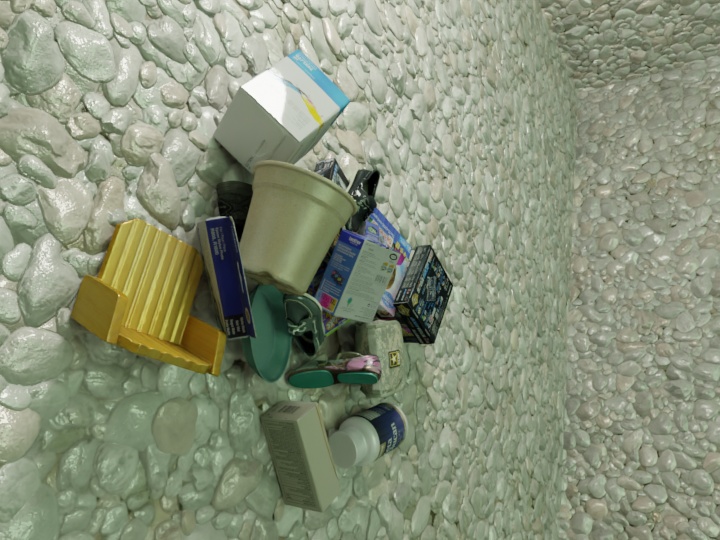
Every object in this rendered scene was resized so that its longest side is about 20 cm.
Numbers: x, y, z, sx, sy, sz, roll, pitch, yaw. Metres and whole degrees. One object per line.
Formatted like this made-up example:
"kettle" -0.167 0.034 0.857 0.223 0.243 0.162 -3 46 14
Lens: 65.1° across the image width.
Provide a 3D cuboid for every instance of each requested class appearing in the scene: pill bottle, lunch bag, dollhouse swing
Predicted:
"pill bottle" 0.017 0.384 1.307 0.199 0.110 0.112 -7 92 -54
"lunch bag" 0.043 0.198 1.299 0.200 0.117 0.165 30 56 -87
"dollhouse swing" -0.298 0.036 0.874 0.200 0.181 0.177 34 77 -47

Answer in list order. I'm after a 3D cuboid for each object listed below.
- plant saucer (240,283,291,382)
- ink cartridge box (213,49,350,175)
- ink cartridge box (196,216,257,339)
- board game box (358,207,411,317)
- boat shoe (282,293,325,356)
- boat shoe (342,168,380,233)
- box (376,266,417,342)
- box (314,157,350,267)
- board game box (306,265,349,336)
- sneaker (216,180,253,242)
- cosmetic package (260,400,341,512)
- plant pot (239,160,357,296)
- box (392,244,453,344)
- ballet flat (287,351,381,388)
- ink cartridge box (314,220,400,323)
"plant saucer" -0.184 0.114 1.082 0.200 0.036 0.202 -4 90 -76
"ink cartridge box" -0.150 -0.294 1.089 0.146 0.147 0.200 43 46 -7
"ink cartridge box" -0.230 0.011 0.947 0.040 0.200 0.201 -12 96 -21
"board game box" 0.041 -0.020 1.353 0.200 0.041 0.201 42 56 -45
"boat shoe" -0.115 0.109 1.142 0.201 0.072 0.062 76 23 -55
"boat shoe" 0.007 -0.154 1.248 0.200 0.066 0.075 -74 149 -43
"box" 0.125 0.095 1.499 0.200 0.105 0.123 47 50 -41
"box" -0.060 -0.116 1.229 0.158 0.049 0.201 56 35 -47
"board game box" -0.050 0.050 1.301 0.200 0.045 0.135 -30 112 -49
"sneaker" -0.194 -0.104 1.107 0.199 0.076 0.115 4 85 -51
"cosmetic package" -0.118 0.368 1.127 0.073 0.103 0.201 -30 111 -52
"plant pot" -0.129 -0.062 0.994 0.200 0.199 0.185 33 73 -48
"box" 0.164 0.060 1.425 0.159 0.046 0.201 55 44 -34
"ballet flat" -0.054 0.207 1.192 0.069 0.198 0.071 80 7 -45
"ink cartridge box" 0.000 0.000 1.183 0.136 0.076 0.201 18 98 -52
